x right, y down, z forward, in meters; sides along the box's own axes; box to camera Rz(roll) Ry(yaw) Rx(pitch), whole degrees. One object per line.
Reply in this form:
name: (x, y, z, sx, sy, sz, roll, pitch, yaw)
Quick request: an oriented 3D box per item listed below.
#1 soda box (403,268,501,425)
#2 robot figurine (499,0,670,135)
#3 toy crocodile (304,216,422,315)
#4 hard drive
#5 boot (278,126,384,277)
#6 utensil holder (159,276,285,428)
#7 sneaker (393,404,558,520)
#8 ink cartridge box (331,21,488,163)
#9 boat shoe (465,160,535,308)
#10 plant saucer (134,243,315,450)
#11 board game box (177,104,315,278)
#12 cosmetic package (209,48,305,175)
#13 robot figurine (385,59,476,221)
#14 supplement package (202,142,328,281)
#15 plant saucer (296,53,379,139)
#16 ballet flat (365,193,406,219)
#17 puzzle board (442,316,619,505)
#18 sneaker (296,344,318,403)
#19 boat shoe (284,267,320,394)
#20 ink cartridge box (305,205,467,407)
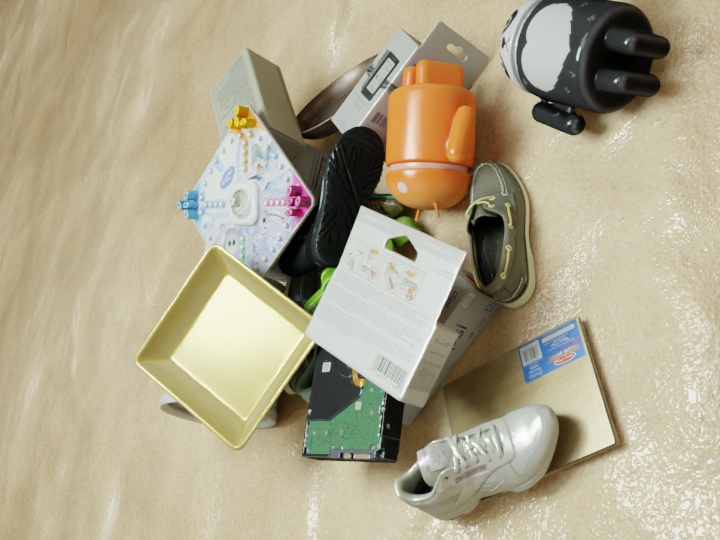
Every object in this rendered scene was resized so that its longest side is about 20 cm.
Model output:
soda box: (0.080, 0.090, 1.093, 0.200, 0.063, 0.068, -55, 41, 15)
robot figurine: (0.249, -0.250, 1.014, 0.150, 0.125, 0.200, -49, 40, -7)
toy crocodile: (0.000, 0.000, 1.195, 0.200, 0.062, 0.068, -44, 13, 2)
hard drive: (-0.002, 0.132, 1.085, 0.140, 0.038, 0.201, -12, 63, 45)
boot: (-0.050, -0.091, 1.217, 0.168, 0.076, 0.201, -7, 66, 65)
utensil holder: (-0.194, 0.117, 1.307, 0.170, 0.170, 0.201, -14, 61, 44)
sneaker: (0.122, 0.205, 0.940, 0.200, 0.099, 0.075, -41, 43, 26)
ink cartridge box: (0.069, -0.250, 1.224, 0.200, 0.116, 0.068, -51, 44, 18)
boat shoe: (0.162, -0.054, 1.071, 0.072, 0.060, 0.202, -30, 52, 37)
plant saucer: (-0.169, 0.100, 1.174, 0.200, 0.048, 0.200, 36, 94, 18)
board game box: (-0.166, -0.093, 1.227, 0.200, 0.026, 0.200, -52, 58, 29)
cosmetic package: (-0.158, -0.229, 1.330, 0.104, 0.073, 0.200, -43, 45, 27)
robot figurine: (0.090, -0.165, 1.139, 0.143, 0.117, 0.201, 2, 89, 29)
supplement package: (-0.141, -0.093, 1.390, 0.156, 0.111, 0.201, 0, 72, 48)
plant saucer: (-0.021, -0.259, 1.339, 0.200, 0.032, 0.200, -32, 24, 16)
ballet flat: (0.005, -0.089, 1.272, 0.200, 0.068, 0.076, 27, 115, 56)
puzzle board: (0.182, 0.159, 0.985, 0.200, 0.017, 0.151, -34, 49, 33)
sneaker: (-0.018, 0.096, 1.184, 0.074, 0.082, 0.200, 27, 91, 49)
boat shoe: (-0.070, 0.077, 1.273, 0.062, 0.073, 0.201, -7, 69, 30)
ink cartridge box: (0.036, 0.036, 1.026, 0.200, 0.045, 0.177, 29, 95, 50)
